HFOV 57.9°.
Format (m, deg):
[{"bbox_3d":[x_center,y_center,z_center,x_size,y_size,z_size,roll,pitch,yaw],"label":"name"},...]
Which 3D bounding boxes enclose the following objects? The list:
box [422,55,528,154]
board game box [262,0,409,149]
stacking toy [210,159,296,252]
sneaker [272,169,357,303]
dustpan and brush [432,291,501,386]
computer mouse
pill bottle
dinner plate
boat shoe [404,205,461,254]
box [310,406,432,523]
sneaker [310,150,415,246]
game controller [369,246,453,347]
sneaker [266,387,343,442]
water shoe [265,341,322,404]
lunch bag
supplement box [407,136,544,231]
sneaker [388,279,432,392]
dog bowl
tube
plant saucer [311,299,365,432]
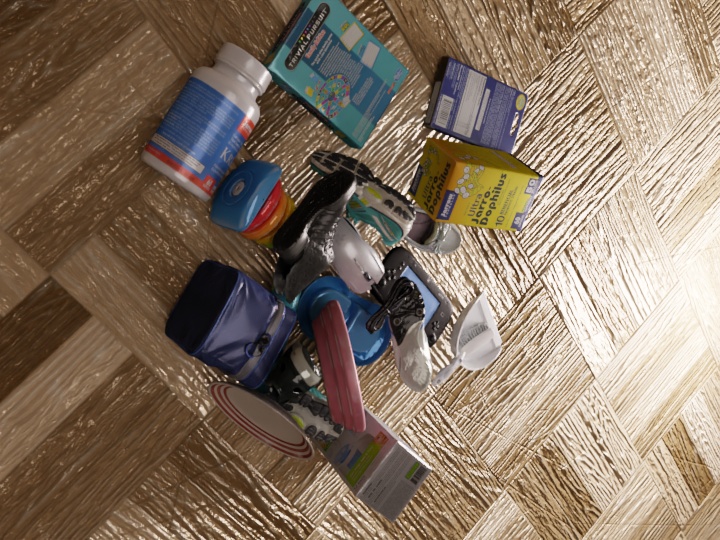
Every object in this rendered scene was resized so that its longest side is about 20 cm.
[{"bbox_3d":[0.210,-0.289,1.171,0.196,0.032,0.124,13,96,-31],"label":"box"},{"bbox_3d":[-0.037,-0.315,1.021,0.199,0.047,0.153,36,85,-30],"label":"board game box"},{"bbox_3d":[-0.126,-0.070,1.014,0.200,0.109,0.118,42,74,-41],"label":"stacking toy"},{"bbox_3d":[-0.067,-0.052,0.989,0.200,0.060,0.105,-48,143,-13],"label":"sneaker"},{"bbox_3d":[0.202,0.154,1.262,0.198,0.057,0.142,-34,116,-17],"label":"dustpan and brush"},{"bbox_3d":[0.000,0.000,1.059,0.109,0.044,0.201,-40,108,-1],"label":"computer mouse"},{"bbox_3d":[-0.210,-0.211,0.915,0.111,0.112,0.203,33,87,-30],"label":"pill bottle"},{"bbox_3d":[-0.152,0.230,1.018,0.201,0.197,0.024,54,54,-27],"label":"dinner plate"},{"bbox_3d":[0.104,-0.076,1.143,0.199,0.065,0.075,27,99,-30],"label":"boat shoe"},{"bbox_3d":[0.013,0.314,1.119,0.101,0.199,0.113,43,84,-29],"label":"box"},{"bbox_3d":[-0.006,-0.116,1.041,0.199,0.078,0.080,39,124,4],"label":"sneaker"},{"bbox_3d":[0.095,0.050,1.189,0.105,0.042,0.200,-49,120,-10],"label":"game controller"},{"bbox_3d":[-0.113,0.212,1.089,0.199,0.080,0.078,42,92,-11],"label":"sneaker"},{"bbox_3d":[-0.104,0.151,0.949,0.078,0.200,0.072,-33,83,-9],"label":"water shoe"},{"bbox_3d":[-0.181,0.081,0.954,0.131,0.199,0.138,36,80,-32],"label":"lunch bag"},{"bbox_3d":[0.202,-0.149,1.144,0.196,0.110,0.111,4,119,-29],"label":"supplement box"},{"bbox_3d":[0.084,0.113,1.151,0.070,0.072,0.205,-10,103,-8],"label":"sneaker"},{"bbox_3d":[-0.033,0.082,1.122,0.199,0.049,0.113,36,85,-31],"label":"dog bowl"},{"bbox_3d":[-0.134,0.097,1.027,0.049,0.077,0.205,19,69,-21],"label":"tube"},{"bbox_3d":[-0.037,0.150,1.001,0.050,0.201,0.205,-13,110,-6],"label":"plant saucer"}]
